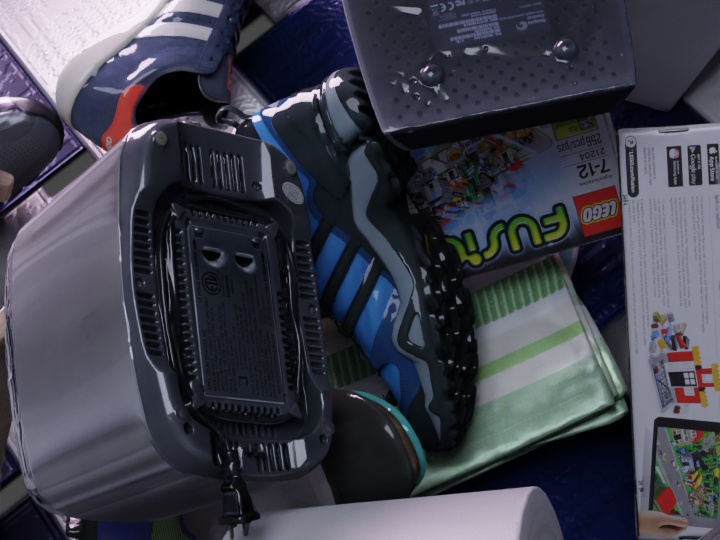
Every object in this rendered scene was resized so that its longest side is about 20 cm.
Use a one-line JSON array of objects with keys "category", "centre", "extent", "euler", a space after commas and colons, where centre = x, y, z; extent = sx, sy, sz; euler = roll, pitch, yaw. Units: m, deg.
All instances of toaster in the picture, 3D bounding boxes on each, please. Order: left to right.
[{"category": "toaster", "centre": [-0.092, 0.038, 0.799], "extent": [0.129, 0.113, 0.202], "euler": [-26, 65, 42]}]

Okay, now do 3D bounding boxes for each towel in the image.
[{"category": "towel", "centre": [0.043, 0.020, 0.932], "extent": [0.152, 0.023, 0.201], "euler": [-23, 59, 6]}]

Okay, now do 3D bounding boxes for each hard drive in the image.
[{"category": "hard drive", "centre": [0.054, -0.154, 0.845], "extent": [0.134, 0.042, 0.201], "euler": [-11, 63, 0]}]

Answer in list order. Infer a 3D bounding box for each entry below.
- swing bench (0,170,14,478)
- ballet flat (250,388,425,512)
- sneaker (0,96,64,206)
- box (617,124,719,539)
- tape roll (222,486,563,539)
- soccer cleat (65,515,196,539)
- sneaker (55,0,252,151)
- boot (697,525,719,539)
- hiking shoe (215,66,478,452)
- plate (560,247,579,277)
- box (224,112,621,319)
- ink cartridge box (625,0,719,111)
[{"category": "swing bench", "centre": [-0.247, 0.040, 0.922], "extent": [0.129, 0.200, 0.201], "euler": [-7, 52, -29]}, {"category": "ballet flat", "centre": [-0.032, 0.097, 0.862], "extent": [0.068, 0.200, 0.068], "euler": [-25, 97, -18]}, {"category": "sneaker", "centre": [-0.267, -0.031, 1.059], "extent": [0.199, 0.074, 0.088], "euler": [-26, 45, 14]}, {"category": "box", "centre": [0.186, 0.029, 0.832], "extent": [0.109, 0.035, 0.202], "euler": [-2, 94, 16]}, {"category": "tape roll", "centre": [0.023, 0.203, 0.757], "extent": [0.138, 0.203, 0.204], "euler": [-7, 59, 13]}, {"category": "soccer cleat", "centre": [-0.114, 0.073, 0.970], "extent": [0.083, 0.065, 0.201], "euler": [11, 57, -10]}, {"category": "sneaker", "centre": [-0.096, -0.144, 1.078], "extent": [0.084, 0.075, 0.200], "euler": [39, 77, 16]}, {"category": "boot", "centre": [0.182, 0.133, 0.767], "extent": [0.132, 0.200, 0.070], "euler": [-42, 86, -18]}, {"category": "hiking shoe", "centre": [0.000, 0.000, 0.867], "extent": [0.086, 0.074, 0.201], "euler": [-15, 99, 22]}, {"category": "plate", "centre": [0.030, -0.013, 0.982], "extent": [0.198, 0.026, 0.202], "euler": [-8, 60, 14]}, {"category": "box", "centre": [0.037, -0.049, 0.896], "extent": [0.198, 0.111, 0.035], "euler": [-16, 18, 11]}, {"category": "ink cartridge box", "centre": [0.123, -0.217, 0.968], "extent": [0.148, 0.144, 0.200], "euler": [-53, 53, 24]}]
